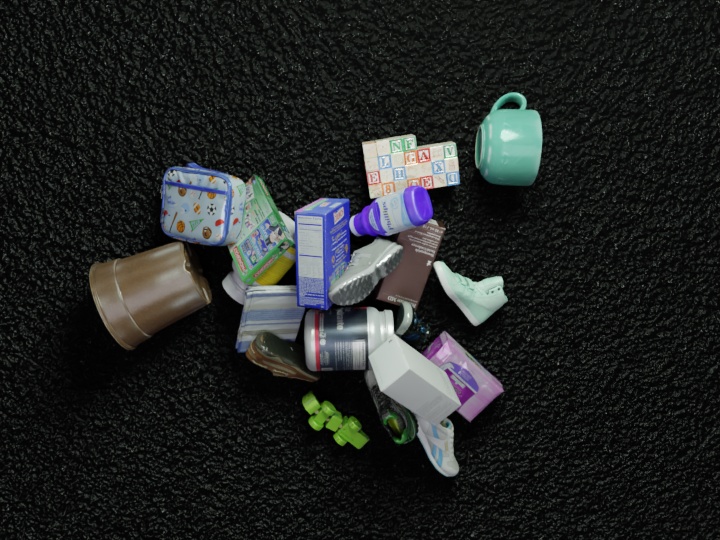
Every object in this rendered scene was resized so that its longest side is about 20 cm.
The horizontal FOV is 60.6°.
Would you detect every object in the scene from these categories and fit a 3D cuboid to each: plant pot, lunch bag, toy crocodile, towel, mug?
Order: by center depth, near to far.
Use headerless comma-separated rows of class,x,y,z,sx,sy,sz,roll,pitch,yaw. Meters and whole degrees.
mug,0.301,-0.266,1.291,0.112,0.187,0.154,1,131,1
lunch bag,-0.337,-0.140,1.298,0.197,0.075,0.163,13,101,25
plant pot,-0.443,0.038,1.334,0.196,0.200,0.203,-24,106,-2
towel,-0.201,0.109,1.382,0.145,0.024,0.202,-1,133,-23
toy crocodile,-0.061,0.367,1.502,0.199,0.062,0.068,37,102,-16

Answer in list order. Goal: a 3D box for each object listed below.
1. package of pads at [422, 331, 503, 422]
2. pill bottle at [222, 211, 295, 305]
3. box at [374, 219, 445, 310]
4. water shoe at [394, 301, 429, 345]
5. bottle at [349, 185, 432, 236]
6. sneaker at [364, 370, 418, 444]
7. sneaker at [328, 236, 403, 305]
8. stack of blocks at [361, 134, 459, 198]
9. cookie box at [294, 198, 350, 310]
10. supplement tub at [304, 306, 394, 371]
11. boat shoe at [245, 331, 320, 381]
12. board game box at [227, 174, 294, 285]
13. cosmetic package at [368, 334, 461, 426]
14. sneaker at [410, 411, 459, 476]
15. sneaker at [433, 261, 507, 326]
package of pads,0.230,0.255,1.463,0.200,0.076,0.121,42,101,-12
pill bottle,-0.212,-0.023,1.354,0.111,0.111,0.200,39,101,-11
box,0.109,-0.023,1.383,0.099,0.075,0.203,16,107,-6
water shoe,0.117,0.120,1.369,0.078,0.200,0.073,12,76,3
bottle,0.059,-0.118,1.308,0.198,0.065,0.085,-14,95,44
sneaker,0.070,0.312,1.452,0.078,0.085,0.202,-34,79,17
sneaker,0.000,0.000,1.297,0.199,0.082,0.075,-36,144,-30
stack of blocks,0.108,-0.232,1.329,0.196,0.059,0.117,-9,106,1
cookie box,-0.078,-0.041,1.316,0.074,0.171,0.204,5,106,15
supplement tub,-0.025,0.154,1.395,0.196,0.141,0.143,-2,106,-1
boat shoe,-0.180,0.208,1.427,0.074,0.076,0.199,-37,128,25
board game box,-0.228,-0.088,1.300,0.134,0.201,0.029,-42,145,17
cosmetic package,0.119,0.238,1.330,0.085,0.108,0.199,-41,126,15
sneaker,0.198,0.417,1.507,0.080,0.077,0.202,-26,105,14
sneaker,0.252,0.025,1.390,0.118,0.074,0.200,-36,120,14
